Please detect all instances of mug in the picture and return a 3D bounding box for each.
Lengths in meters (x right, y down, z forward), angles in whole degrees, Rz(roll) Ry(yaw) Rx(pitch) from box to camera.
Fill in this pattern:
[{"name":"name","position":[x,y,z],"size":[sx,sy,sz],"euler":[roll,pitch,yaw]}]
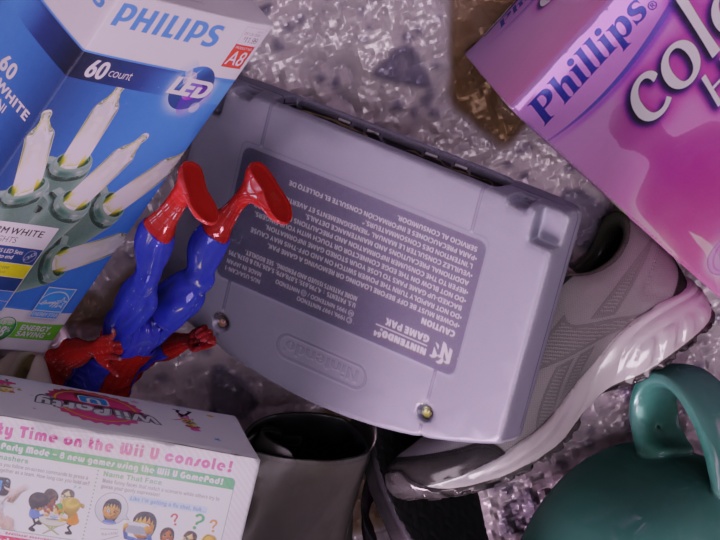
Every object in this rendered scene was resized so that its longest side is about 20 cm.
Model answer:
[{"name":"mug","position":[0.161,0.161,1.313],"size":[0.152,0.114,0.185],"euler":[-37,118,-19]}]

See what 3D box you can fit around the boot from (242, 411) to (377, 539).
[{"name":"boot","position":[-0.091,0.132,1.257],"size":[0.199,0.077,0.139],"euler":[-12,132,-29]}]

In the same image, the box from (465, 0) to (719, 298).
[{"name":"box","position":[0.187,-0.095,1.260],"size":[0.200,0.097,0.176],"euler":[40,98,-21]}]

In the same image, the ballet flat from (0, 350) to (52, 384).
[{"name":"ballet flat","position":[-0.191,0.055,1.223],"size":[0.200,0.069,0.071],"euler":[38,59,-27]}]

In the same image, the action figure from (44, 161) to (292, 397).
[{"name":"action figure","position":[-0.103,0.025,1.237],"size":[0.065,0.052,0.200],"euler":[-7,151,-39]}]

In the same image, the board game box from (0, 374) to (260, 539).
[{"name":"board game box","position":[-0.142,0.156,1.188],"size":[0.147,0.064,0.201],"euler":[11,103,-16]}]

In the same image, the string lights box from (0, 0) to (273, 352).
[{"name":"string lights box","position":[-0.139,-0.058,1.170],"size":[0.103,0.059,0.200],"euler":[6,127,-52]}]

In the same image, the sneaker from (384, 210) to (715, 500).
[{"name":"sneaker","position":[0.083,0.045,1.287],"size":[0.200,0.074,0.079],"euler":[-38,102,-26]}]

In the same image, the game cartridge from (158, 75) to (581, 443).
[{"name":"game cartridge","position":[0.000,0.000,1.231],"size":[0.200,0.041,0.134],"euler":[23,105,25]}]

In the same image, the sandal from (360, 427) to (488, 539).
[{"name":"sandal","position":[0.033,0.149,1.305],"size":[0.048,0.075,0.201],"euler":[-24,80,33]}]
